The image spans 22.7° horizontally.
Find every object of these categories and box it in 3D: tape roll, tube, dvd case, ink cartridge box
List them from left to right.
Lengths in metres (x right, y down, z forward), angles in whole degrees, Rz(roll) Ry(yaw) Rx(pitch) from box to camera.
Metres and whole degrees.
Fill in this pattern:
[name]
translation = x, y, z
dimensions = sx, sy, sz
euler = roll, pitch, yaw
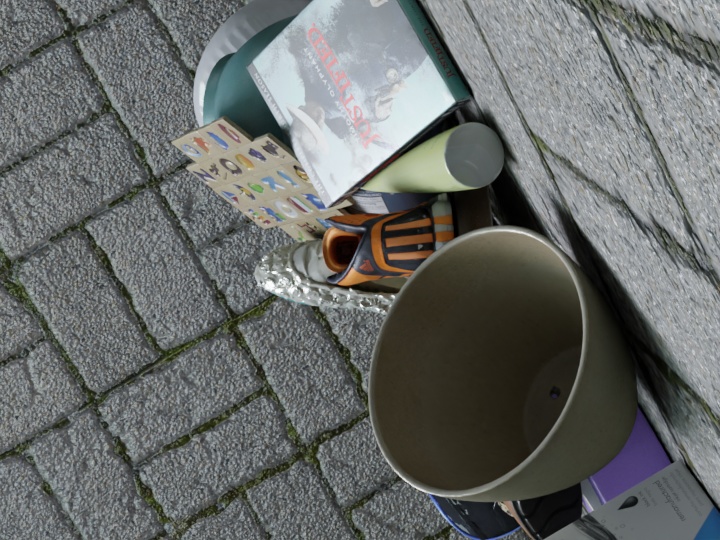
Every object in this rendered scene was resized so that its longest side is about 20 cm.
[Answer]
[dvd case]
translation = -0.006, -0.156, 1.480
dimensions = 0.200, 0.022, 0.147
euler = -35, 82, 50
[tube]
translation = 0.060, -0.086, 1.471
dimensions = 0.058, 0.052, 0.200
euler = 23, 173, -13
[tape roll]
translation = 0.211, 0.158, 1.534
dimensions = 0.201, 0.065, 0.200
euler = 60, 178, 3
[ink cartridge box]
translation = 0.192, 0.249, 1.362
dimensions = 0.116, 0.199, 0.068
euler = 57, 177, 44

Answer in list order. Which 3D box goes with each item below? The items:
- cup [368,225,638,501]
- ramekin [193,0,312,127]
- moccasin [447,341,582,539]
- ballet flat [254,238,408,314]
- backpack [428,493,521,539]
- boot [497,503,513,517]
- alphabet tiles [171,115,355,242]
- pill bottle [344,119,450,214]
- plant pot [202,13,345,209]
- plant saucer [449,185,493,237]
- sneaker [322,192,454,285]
[cup]
translation = 0.125, 0.085, 1.330
dimensions = 0.143, 0.200, 0.201
euler = 25, -156, -43
[ramekin]
translation = -0.066, -0.181, 1.879
dimensions = 0.098, 0.200, 0.201
euler = 46, 169, 47
[moccasin]
translation = 0.115, 0.140, 1.461
dimensions = 0.202, 0.074, 0.078
euler = 52, 167, -19
[ballet flat]
translation = 0.000, 0.000, 1.651
dimensions = 0.072, 0.198, 0.073
euler = 12, -90, -81
[backpack]
translation = 0.144, 0.176, 1.955
dimensions = 0.201, 0.182, 0.147
euler = 56, -159, 6
[boot]
translation = 0.113, 0.150, 1.612
dimensions = 0.199, 0.073, 0.151
euler = 36, 169, 27
[alphabet tiles]
translation = -0.086, -0.079, 1.644
dimensions = 0.166, 0.006, 0.200
euler = 38, 160, -18
[pill bottle]
translation = 0.029, -0.102, 1.633
dimensions = 0.120, 0.119, 0.201
euler = 58, 177, 46
[plant pot]
translation = -0.066, -0.150, 1.718
dimensions = 0.200, 0.133, 0.203
euler = -9, -80, -62
[plant saucer]
translation = 0.098, 0.003, 1.520
dimensions = 0.200, 0.032, 0.203
euler = -6, -90, -89
[sneaker]
translation = 0.023, -0.026, 1.527
dimensions = 0.200, 0.111, 0.078
euler = 62, -157, -84
